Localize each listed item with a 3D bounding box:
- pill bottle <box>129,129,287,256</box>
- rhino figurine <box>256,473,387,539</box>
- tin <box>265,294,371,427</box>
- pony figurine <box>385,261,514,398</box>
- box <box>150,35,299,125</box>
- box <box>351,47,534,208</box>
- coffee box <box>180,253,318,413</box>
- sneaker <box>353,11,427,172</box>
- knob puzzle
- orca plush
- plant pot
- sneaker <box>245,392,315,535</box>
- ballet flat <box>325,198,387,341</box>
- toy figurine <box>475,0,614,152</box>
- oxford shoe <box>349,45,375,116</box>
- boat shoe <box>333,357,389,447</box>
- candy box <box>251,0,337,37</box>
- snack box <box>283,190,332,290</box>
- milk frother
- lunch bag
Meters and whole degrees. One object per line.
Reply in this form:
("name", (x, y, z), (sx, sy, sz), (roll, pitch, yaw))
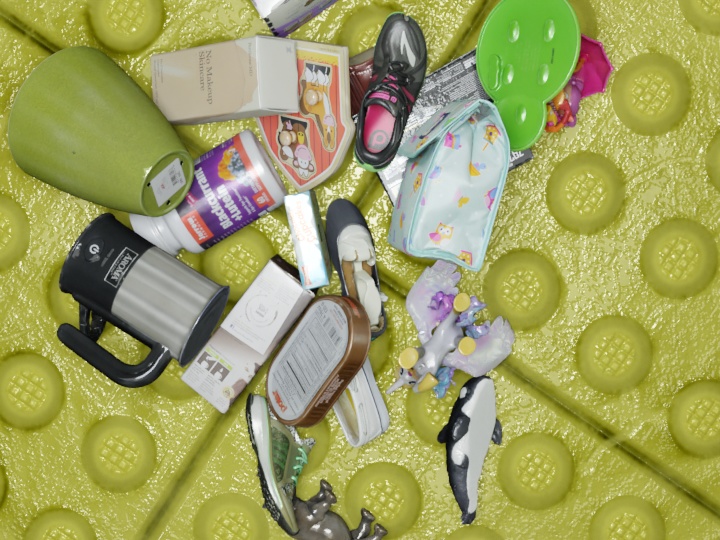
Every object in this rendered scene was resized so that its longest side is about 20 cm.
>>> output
("pill bottle", (-0.207, -0.094, 1.368), (0.198, 0.111, 0.113), (-30, 93, 3))
("rhino figurine", (-0.065, 0.344, 1.425), (0.198, 0.060, 0.088), (34, 92, 0))
("tin", (-0.060, 0.120, 1.346), (0.041, 0.113, 0.201), (13, 122, -40))
("pony figurine", (0.111, 0.090, 1.355), (0.167, 0.200, 0.193), (45, 78, 4))
("box", (-0.178, -0.245, 1.322), (0.197, 0.077, 0.097), (-1, 94, 38))
("box", (0.108, -0.177, 1.367), (0.198, 0.086, 0.166), (-28, 93, 3))
("coffee box", (-0.147, 0.082, 1.379), (0.079, 0.113, 0.201), (37, 95, -2))
("sneaker", (0.040, -0.223, 1.279), (0.075, 0.084, 0.204), (11, 95, 0))
("knob puzzle", (-0.085, -0.200, 1.337), (0.218, 0.030, 0.224), (20, 119, 40))
("orca plush", (0.144, 0.246, 1.425), (0.104, 0.070, 0.204), (-13, 104, -43))
("plant pot", (-0.311, -0.157, 1.292), (0.199, 0.187, 0.189), (32, 95, 25))
("sneaker", (-0.099, 0.258, 1.393), (0.087, 0.077, 0.203), (-11, 71, -13))
("ballet flat", (0.000, 0.000, 1.390), (0.072, 0.073, 0.204), (-9, 95, 2))
("toy figurine", (0.257, -0.244, 1.316), (0.148, 0.183, 0.204), (8, 93, 40))
("oxford shoe", (0.004, -0.261, 1.378), (0.197, 0.075, 0.071), (-16, 115, 20))
("boat shoe", (-0.035, 0.149, 1.390), (0.086, 0.074, 0.205), (-28, 101, -40))
("candy box", (-0.065, -0.382, 1.298), (0.166, 0.200, 0.072), (-33, 93, 3))
("snack box", (-0.066, -0.043, 1.324), (0.036, 0.200, 0.118), (-12, 94, 0))
("milk frother", (-0.285, 0.052, 1.329), (0.186, 0.200, 0.182), (31, 91, 6))
("lunch bag", (0.108, -0.113, 1.244), (0.120, 0.170, 0.204), (12, 95, -8))
